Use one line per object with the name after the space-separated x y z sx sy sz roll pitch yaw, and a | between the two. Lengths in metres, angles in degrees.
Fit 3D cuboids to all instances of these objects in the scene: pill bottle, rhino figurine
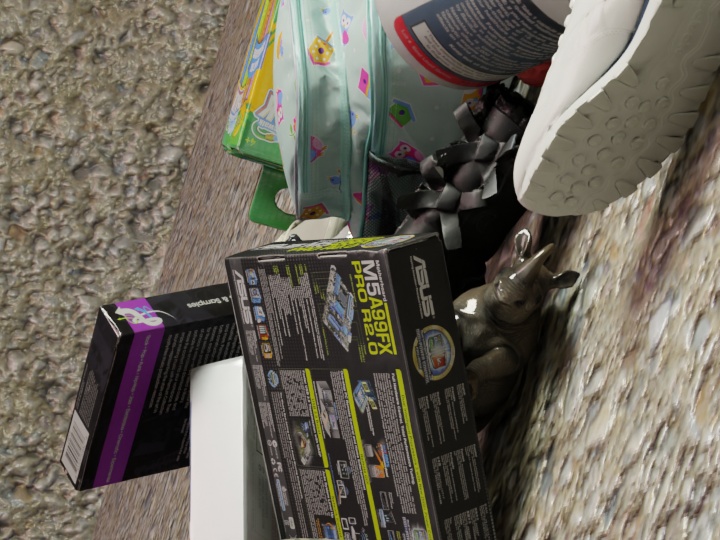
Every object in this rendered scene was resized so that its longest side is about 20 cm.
0.107 -0.184 1.325 0.200 0.119 0.120 -18 54 54 | pill bottle
0.072 0.043 1.373 0.087 0.060 0.200 -35 -17 -40 | rhino figurine

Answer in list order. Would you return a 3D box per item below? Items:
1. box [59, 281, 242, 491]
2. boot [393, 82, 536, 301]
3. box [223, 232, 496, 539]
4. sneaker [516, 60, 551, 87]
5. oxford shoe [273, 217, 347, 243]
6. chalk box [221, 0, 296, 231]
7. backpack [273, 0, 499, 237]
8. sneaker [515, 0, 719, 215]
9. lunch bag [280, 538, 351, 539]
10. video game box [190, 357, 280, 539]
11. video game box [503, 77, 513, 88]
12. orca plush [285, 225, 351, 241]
-0.093 0.068 1.534 0.036 0.199 0.144 54 139 36 | box
0.073 -0.031 1.450 0.163 0.073 0.198 -55 -16 6 | boot
-0.001 0.082 1.364 0.160 0.044 0.201 -3 100 51 | box
0.129 -0.206 1.490 0.082 0.077 0.201 79 -160 -64 | sneaker
-0.047 -0.004 1.751 0.075 0.058 0.200 -57 -2 -41 | oxford shoe
-0.030 -0.127 1.773 0.124 0.124 0.201 -155 80 -80 | chalk box
0.018 -0.131 1.523 0.201 0.152 0.177 107 163 -46 | backpack
0.137 -0.119 1.201 0.201 0.076 0.081 -58 43 24 | sneaker
0.010 0.255 1.225 0.168 0.139 0.201 30 106 52 | lunch bag
-0.054 0.183 1.493 0.182 0.047 0.201 45 -143 -53 | video game box
0.066 -0.133 1.734 0.183 0.047 0.201 -88 17 -59 | video game box
0.000 0.000 1.661 0.071 0.105 0.201 43 -114 -60 | orca plush
